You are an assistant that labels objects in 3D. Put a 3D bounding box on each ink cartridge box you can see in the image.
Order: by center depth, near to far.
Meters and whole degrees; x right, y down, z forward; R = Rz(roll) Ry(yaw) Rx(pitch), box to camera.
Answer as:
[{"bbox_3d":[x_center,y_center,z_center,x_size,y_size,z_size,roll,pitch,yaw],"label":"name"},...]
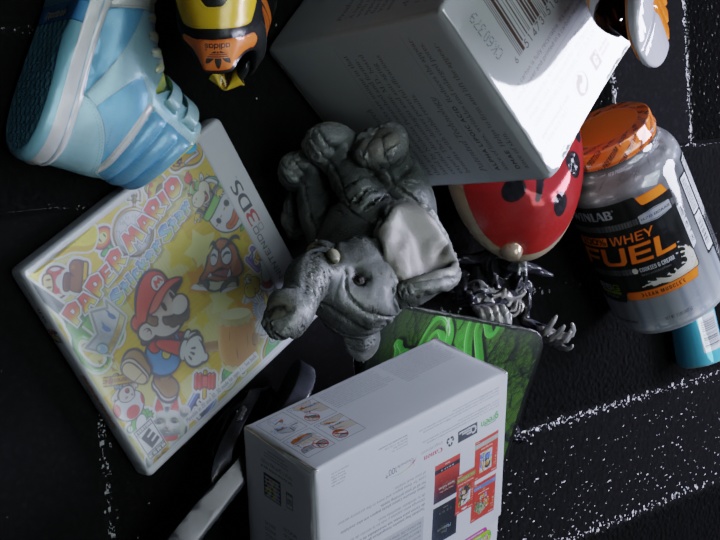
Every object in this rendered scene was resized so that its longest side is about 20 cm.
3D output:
[{"bbox_3d":[0.015,0.173,0.997,0.199,0.083,0.178,-21,121,-38],"label":"ink cartridge box"}]

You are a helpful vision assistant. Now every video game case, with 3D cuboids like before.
[{"bbox_3d":[-0.135,0.017,0.974,0.200,0.023,0.183,-43,117,-32],"label":"video game case"}]

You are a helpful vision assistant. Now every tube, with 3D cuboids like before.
[{"bbox_3d":[0.339,-0.001,1.374,0.077,0.050,0.203,-27,107,-61],"label":"tube"}]

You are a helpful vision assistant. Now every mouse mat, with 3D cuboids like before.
[{"bbox_3d":[0.060,0.132,1.093,0.159,0.008,0.202,11,102,-23],"label":"mouse mat"}]

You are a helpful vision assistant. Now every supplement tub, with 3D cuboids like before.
[{"bbox_3d":[0.267,-0.051,1.258,0.123,0.122,0.201,-44,117,-31],"label":"supplement tub"}]

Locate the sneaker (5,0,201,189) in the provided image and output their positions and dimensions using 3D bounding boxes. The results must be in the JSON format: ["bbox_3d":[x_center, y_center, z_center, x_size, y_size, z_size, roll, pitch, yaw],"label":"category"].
[{"bbox_3d":[-0.156,-0.152,0.916,0.130,0.079,0.202,23,85,-37],"label":"sneaker"}]

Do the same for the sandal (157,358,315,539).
[{"bbox_3d":[-0.099,0.138,0.981,0.043,0.076,0.201,41,62,-4],"label":"sandal"}]

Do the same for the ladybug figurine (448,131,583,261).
[{"bbox_3d":[0.141,-0.103,1.145,0.134,0.072,0.202,13,63,-21],"label":"ladybug figurine"}]

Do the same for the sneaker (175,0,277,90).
[{"bbox_3d":[-0.096,-0.170,0.917,0.069,0.200,0.091,0,95,0],"label":"sneaker"}]

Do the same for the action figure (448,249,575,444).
[{"bbox_3d":[0.129,0.051,1.156,0.118,0.102,0.203,7,88,-29],"label":"action figure"}]

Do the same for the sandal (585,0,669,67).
[{"bbox_3d":[0.191,-0.229,0.974,0.079,0.059,0.209,54,34,-47],"label":"sandal"}]

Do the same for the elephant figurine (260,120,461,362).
[{"bbox_3d":[0.000,0.000,0.974,0.153,0.142,0.202,-2,51,-5],"label":"elephant figurine"}]

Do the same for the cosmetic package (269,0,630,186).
[{"bbox_3d":[0.072,-0.181,1.032,0.165,0.199,0.166,50,60,-29],"label":"cosmetic package"}]
